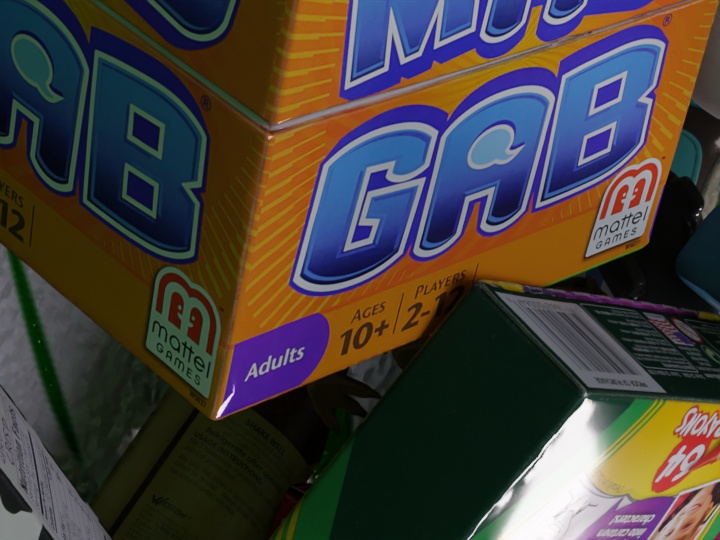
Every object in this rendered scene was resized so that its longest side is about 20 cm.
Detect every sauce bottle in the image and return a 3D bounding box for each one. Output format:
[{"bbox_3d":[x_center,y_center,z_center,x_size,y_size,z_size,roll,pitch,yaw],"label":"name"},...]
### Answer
[{"bbox_3d":[-0.047,0.065,1.010,0.200,0.066,0.066,-54,134,-19],"label":"sauce bottle"}]

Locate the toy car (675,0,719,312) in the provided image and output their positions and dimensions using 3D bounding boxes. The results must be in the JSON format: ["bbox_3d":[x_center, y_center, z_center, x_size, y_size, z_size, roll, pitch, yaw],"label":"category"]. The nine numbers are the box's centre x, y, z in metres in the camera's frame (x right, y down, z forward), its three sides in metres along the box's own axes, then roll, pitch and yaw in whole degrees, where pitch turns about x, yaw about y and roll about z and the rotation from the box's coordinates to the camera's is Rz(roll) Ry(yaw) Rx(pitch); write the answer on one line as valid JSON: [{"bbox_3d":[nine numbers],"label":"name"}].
[{"bbox_3d":[0.156,-0.084,0.942,0.200,0.177,0.185,37,91,-23],"label":"toy car"}]

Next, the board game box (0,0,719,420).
[{"bbox_3d":[-0.021,-0.113,0.846,0.199,0.199,0.201,-21,135,-41],"label":"board game box"}]

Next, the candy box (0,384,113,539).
[{"bbox_3d":[-0.136,0.136,0.894,0.136,0.061,0.200,-27,128,5],"label":"candy box"}]

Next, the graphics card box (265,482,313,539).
[{"bbox_3d":[-0.016,0.179,1.045,0.125,0.051,0.201,4,112,-59],"label":"graphics card box"}]

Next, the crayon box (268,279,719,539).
[{"bbox_3d":[0.051,0.091,0.924,0.173,0.058,0.200,-53,153,17],"label":"crayon box"}]

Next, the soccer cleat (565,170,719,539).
[{"bbox_3d":[0.118,0.057,1.068,0.069,0.086,0.201,-2,73,-17],"label":"soccer cleat"}]

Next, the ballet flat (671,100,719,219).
[{"bbox_3d":[0.137,-0.058,1.179,0.201,0.067,0.062,-60,171,-18],"label":"ballet flat"}]

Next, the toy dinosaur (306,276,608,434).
[{"bbox_3d":[0.000,0.000,0.994,0.199,0.060,0.107,27,38,-18],"label":"toy dinosaur"}]
